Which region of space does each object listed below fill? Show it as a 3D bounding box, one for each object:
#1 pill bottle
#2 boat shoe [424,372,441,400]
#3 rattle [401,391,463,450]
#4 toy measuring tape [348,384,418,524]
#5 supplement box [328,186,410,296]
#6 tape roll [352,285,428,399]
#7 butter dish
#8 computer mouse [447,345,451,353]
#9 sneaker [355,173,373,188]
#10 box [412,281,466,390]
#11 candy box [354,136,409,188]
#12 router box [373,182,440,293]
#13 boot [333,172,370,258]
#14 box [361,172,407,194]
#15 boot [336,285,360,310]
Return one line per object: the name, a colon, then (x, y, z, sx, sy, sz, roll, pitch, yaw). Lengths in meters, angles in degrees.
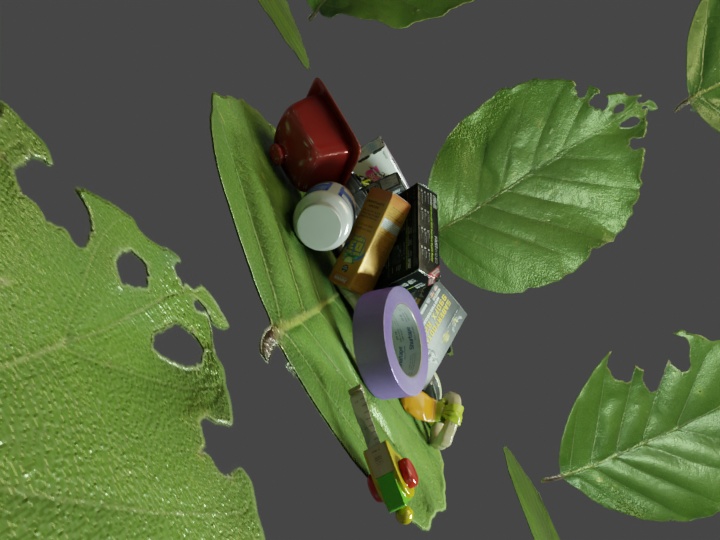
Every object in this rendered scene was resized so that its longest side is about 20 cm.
pill bottle: (-0.068, -0.100, 1.332, 0.113, 0.111, 0.200, 60, 11, -12)
boat shoe: (0.127, 0.233, 1.616, 0.066, 0.071, 0.203, -46, 121, -52)
rattle: (0.140, 0.316, 1.550, 0.200, 0.141, 0.132, -167, -99, -83)
toy measuring tape: (0.033, 0.263, 1.008, 0.201, 0.073, 0.074, 68, 11, 26)
supplement box: (0.018, -0.053, 1.346, 0.066, 0.202, 0.069, 20, -4, 43)
tape roll: (0.059, 0.133, 1.302, 0.200, 0.065, 0.202, 39, 45, -54)
butter dish: (-0.115, -0.248, 1.426, 0.201, 0.147, 0.200, 60, -31, 17)
computer mouse: (0.133, 0.124, 1.636, 0.201, 0.053, 0.138, 52, -13, -7)
sneaker: (-0.056, -0.197, 1.659, 0.198, 0.077, 0.076, 21, 27, -19)
box: (0.135, 0.134, 1.517, 0.048, 0.201, 0.158, 18, -20, 44)
candy box: (0.009, -0.205, 1.751, 0.168, 0.199, 0.072, 56, 8, -29)
router box: (0.081, -0.050, 1.389, 0.062, 0.149, 0.202, 24, 55, -35)
boot: (-0.018, -0.109, 1.558, 0.201, 0.131, 0.070, 61, 8, -10)
box: (0.031, -0.135, 1.680, 0.160, 0.198, 0.045, 48, 22, -54)
boot: (0.047, 0.059, 1.461, 0.199, 0.072, 0.157, -21, 84, -51)
